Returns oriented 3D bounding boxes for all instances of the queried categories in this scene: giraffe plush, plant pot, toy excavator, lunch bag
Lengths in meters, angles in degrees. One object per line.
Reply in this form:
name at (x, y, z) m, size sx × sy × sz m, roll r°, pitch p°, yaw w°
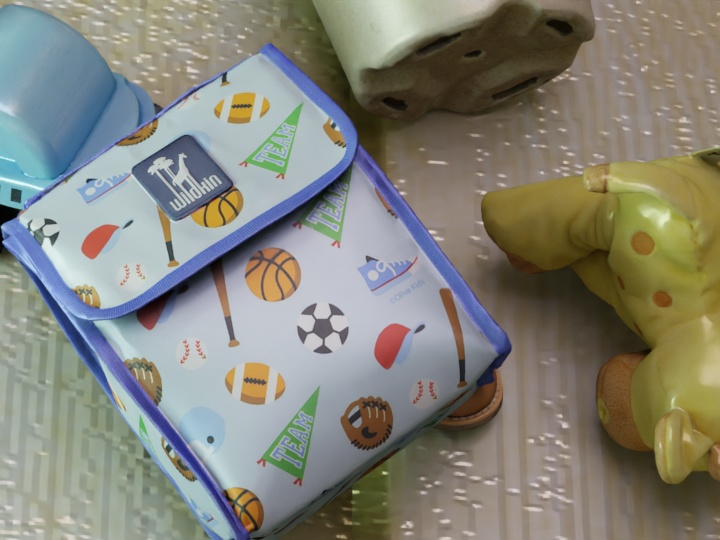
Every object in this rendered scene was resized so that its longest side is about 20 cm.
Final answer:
giraffe plush at (0.167, 0.025, 1.467) m, size 0.172 × 0.200 × 0.163 m, roll -8°, pitch 88°, yaw -18°
plant pot at (0.036, -0.188, 1.563) m, size 0.200 × 0.201 × 0.184 m, roll -11°, pitch 71°, yaw -15°
toy excavator at (-0.198, -0.103, 1.455) m, size 0.194 × 0.200 × 0.100 m, roll 15°, pitch 55°, yaw 21°
lunch bag at (-0.052, 0.012, 1.405) m, size 0.170 × 0.124 × 0.200 m, roll -34°, pitch 82°, yaw -12°

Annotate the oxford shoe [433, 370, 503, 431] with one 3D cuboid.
oxford shoe at (0.000, 0.000, 1.494) m, size 0.071 × 0.071 × 0.200 m, roll -34°, pitch 70°, yaw -28°
